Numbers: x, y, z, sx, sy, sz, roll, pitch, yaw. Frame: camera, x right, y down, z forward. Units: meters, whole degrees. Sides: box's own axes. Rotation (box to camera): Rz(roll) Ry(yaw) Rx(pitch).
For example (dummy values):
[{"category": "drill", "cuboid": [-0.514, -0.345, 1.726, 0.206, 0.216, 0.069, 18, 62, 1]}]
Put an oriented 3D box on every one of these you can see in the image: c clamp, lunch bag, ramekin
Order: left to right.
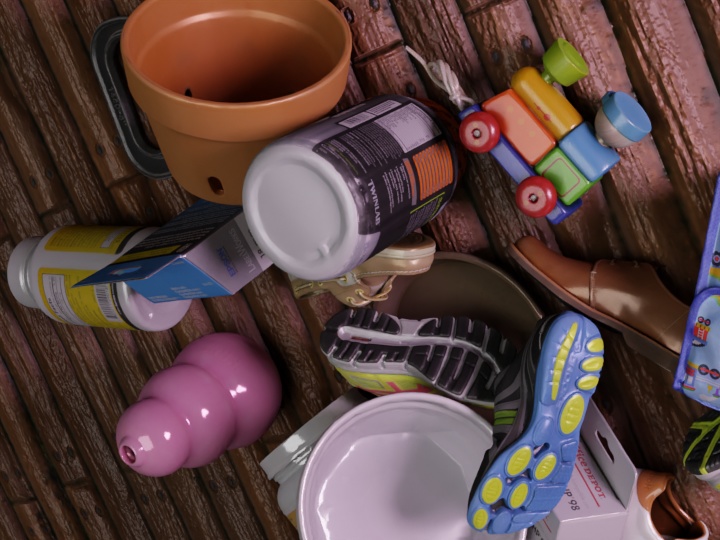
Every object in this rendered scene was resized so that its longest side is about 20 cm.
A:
[{"category": "c clamp", "cuboid": [-0.199, -0.173, 1.298, 0.171, 0.027, 0.200, -15, 102, 44]}, {"category": "ramekin", "cuboid": [0.041, 0.212, 1.126, 0.200, 0.200, 0.105, 51, 168, 6]}, {"category": "lunch bag", "cuboid": [0.326, 0.037, 0.947, 0.150, 0.094, 0.200, 19, 106, 29]}]

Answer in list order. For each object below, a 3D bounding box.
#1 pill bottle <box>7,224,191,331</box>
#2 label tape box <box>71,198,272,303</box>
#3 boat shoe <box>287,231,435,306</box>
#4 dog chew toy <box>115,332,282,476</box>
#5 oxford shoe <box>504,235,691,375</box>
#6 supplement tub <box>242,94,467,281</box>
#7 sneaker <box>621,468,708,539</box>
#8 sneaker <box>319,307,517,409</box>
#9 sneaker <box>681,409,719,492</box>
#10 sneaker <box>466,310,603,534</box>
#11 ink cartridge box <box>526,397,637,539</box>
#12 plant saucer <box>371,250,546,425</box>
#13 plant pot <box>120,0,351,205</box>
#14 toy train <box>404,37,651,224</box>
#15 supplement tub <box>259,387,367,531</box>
[{"category": "pill bottle", "cuboid": [-0.286, 0.005, 1.378, 0.200, 0.111, 0.112, 3, 112, 34]}, {"category": "label tape box", "cuboid": [-0.150, -0.015, 1.196, 0.144, 0.200, 0.063, -7, 117, 51]}, {"category": "boat shoe", "cuboid": [0.000, 0.000, 1.182, 0.200, 0.074, 0.067, 1, 99, 55]}, {"category": "dog chew toy", "cuboid": [-0.170, 0.143, 1.299, 0.124, 0.200, 0.125, 14, 117, 30]}, {"category": "oxford shoe", "cuboid": [0.214, 0.016, 1.075, 0.200, 0.071, 0.071, 32, 95, 23]}, {"category": "supplement tub", "cuboid": [0.003, -0.078, 1.081, 0.122, 0.200, 0.123, 14, 116, 29]}, {"category": "sneaker", "cuboid": [0.273, 0.271, 1.126, 0.085, 0.073, 0.200, -13, 101, 41]}, {"category": "sneaker", "cuboid": [0.065, 0.091, 1.168, 0.200, 0.078, 0.090, 14, 147, 21]}, {"category": "sneaker", "cuboid": [0.358, 0.121, 1.016, 0.076, 0.075, 0.200, 37, 131, -25]}, {"category": "sneaker", "cuboid": [0.144, 0.129, 1.068, 0.071, 0.083, 0.200, 20, 91, -15]}, {"category": "ink cartridge box", "cuboid": [0.174, 0.218, 1.128, 0.116, 0.067, 0.200, -115, 25, -51]}, {"category": "plant saucer", "cuboid": [0.099, 0.073, 1.191, 0.200, 0.029, 0.200, 14, 117, 30]}, {"category": "plant pot", "cuboid": [-0.109, -0.154, 1.146, 0.200, 0.200, 0.140, 27, 139, 23]}, {"category": "toy train", "cuboid": [0.135, -0.147, 1.040, 0.200, 0.085, 0.116, 50, 119, 7]}, {"category": "supplement tub", "cuboid": [0.010, 0.230, 1.247, 0.200, 0.145, 0.145, 51, 129, 6]}]
